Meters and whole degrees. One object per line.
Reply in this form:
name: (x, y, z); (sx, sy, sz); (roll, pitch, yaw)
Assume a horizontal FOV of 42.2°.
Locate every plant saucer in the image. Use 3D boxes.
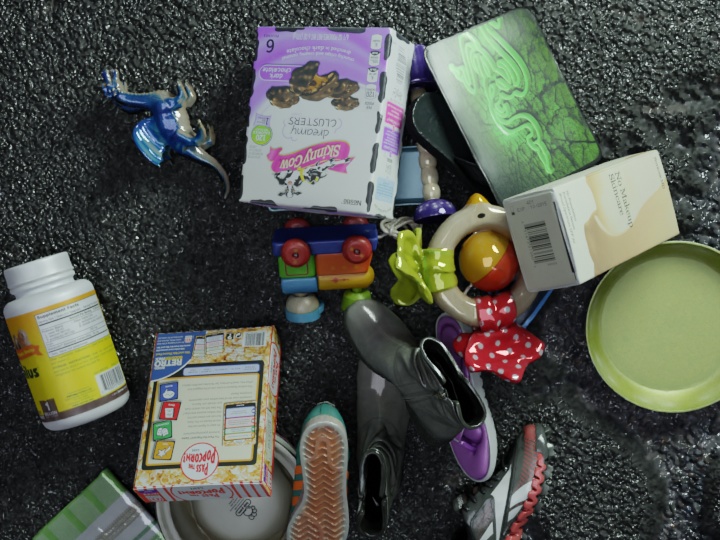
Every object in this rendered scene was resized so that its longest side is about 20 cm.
plant saucer: (-0.013, -0.110, 1.111); (0.199, 0.019, 0.070); (-2, 98, 8)
plant saucer: (0.361, 0.064, 1.084); (0.199, 0.031, 0.201); (1, 98, 6)

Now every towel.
towel: (-0.310, 0.374, 1.215); (0.149, 0.031, 0.200); (-42, 89, 8)

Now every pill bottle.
pill bottle: (-0.362, 0.084, 1.134); (0.109, 0.109, 0.201); (-17, 95, 9)

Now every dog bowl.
dog bowl: (-0.148, 0.280, 1.155); (0.199, 0.074, 0.201); (1, 98, 6)

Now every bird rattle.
bird rattle: (0.127, 0.013, 0.992); (0.200, 0.113, 0.163); (38, 90, 4)

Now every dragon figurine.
dragon figurine: (-0.230, -0.159, 1.109); (0.099, 0.059, 0.201); (-28, 93, 10)

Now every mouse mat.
mouse mat: (0.172, -0.183, 1.036); (0.160, 0.008, 0.201); (-28, 90, -24)

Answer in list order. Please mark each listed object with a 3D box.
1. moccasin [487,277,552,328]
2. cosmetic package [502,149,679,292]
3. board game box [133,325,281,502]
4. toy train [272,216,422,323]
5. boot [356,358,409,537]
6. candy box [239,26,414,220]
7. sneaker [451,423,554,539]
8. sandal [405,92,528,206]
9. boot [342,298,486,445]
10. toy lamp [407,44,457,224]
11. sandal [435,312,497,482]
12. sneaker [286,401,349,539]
moccasin: (0.189, 0.009, 1.083); (0.068, 0.080, 0.200); (32, 86, 5)
cosmetic package: (0.250, -0.056, 0.998); (0.071, 0.200, 0.106); (-11, 99, 50)
board game box: (-0.176, 0.166, 1.096); (0.151, 0.046, 0.201); (-4, 56, 8)
toy train: (0.000, 0.000, 1.102); (0.199, 0.085, 0.116); (-3, 114, 0)
boot: (0.024, 0.195, 1.085); (0.067, 0.131, 0.201); (0, 98, 6)
candy box: (-0.039, -0.164, 1.044); (0.167, 0.071, 0.201); (7, 91, 24)
sneaker: (0.164, 0.270, 1.116); (0.097, 0.071, 0.201); (19, 101, 1)
sandal: (0.137, -0.126, 1.036); (0.200, 0.048, 0.076); (31, 67, -24)
boot: (0.062, 0.095, 1.020); (0.068, 0.131, 0.200); (-32, 77, -21)
toy lamp: (0.072, -0.156, 1.060); (0.058, 0.058, 0.201); (-9, 82, 8)
sandal: (0.109, 0.150, 1.101); (0.050, 0.082, 0.204); (-9, 87, -32)
sneaker: (-0.043, 0.246, 1.077); (0.071, 0.080, 0.201); (7, 108, -1)
